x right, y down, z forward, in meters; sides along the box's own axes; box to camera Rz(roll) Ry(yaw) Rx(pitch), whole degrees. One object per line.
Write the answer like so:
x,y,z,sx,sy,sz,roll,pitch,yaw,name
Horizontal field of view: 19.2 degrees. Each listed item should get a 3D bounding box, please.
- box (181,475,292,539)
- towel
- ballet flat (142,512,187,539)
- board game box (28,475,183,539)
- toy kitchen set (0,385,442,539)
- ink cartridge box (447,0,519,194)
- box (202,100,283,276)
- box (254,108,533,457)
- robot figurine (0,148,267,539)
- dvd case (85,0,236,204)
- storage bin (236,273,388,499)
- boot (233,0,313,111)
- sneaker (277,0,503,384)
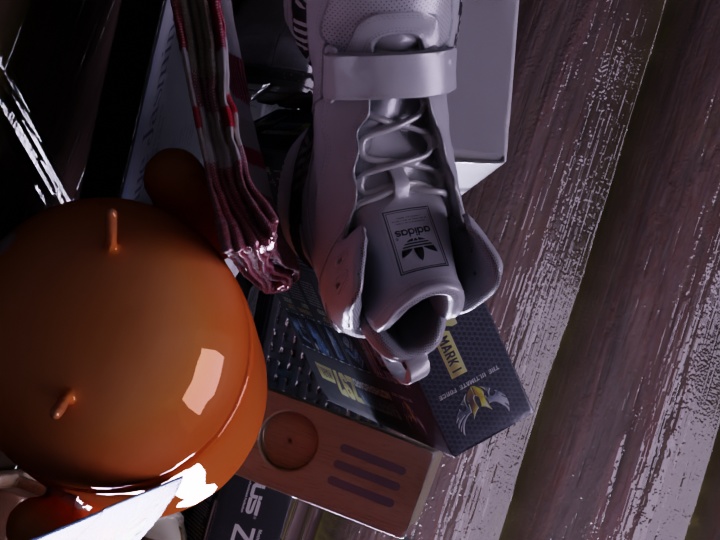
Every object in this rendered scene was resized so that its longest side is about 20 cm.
-0.098,0.159,1.240,0.200,0.049,0.162,-164,-88,-72,box
-0.056,-0.095,0.837,0.144,0.023,0.201,70,8,-84,towel
-0.133,0.163,1.150,0.073,0.073,0.201,96,12,-65,ballet flat
-0.131,0.150,0.769,0.158,0.039,0.200,-45,169,19,board game box
-0.083,0.146,0.998,0.163,0.180,0.201,39,72,-83,toy kitchen set
0.028,-0.117,1.161,0.200,0.086,0.147,150,-54,-80,ink cartridge box
-0.062,-0.094,1.241,0.144,0.036,0.201,-62,169,-65,box
0.000,0.000,1.051,0.158,0.051,0.200,66,-14,-11,box
-0.097,0.036,0.855,0.144,0.117,0.200,-32,168,-6,robot figurine
-0.089,-0.095,1.033,0.200,0.017,0.143,-59,166,-68,dvd case
-0.032,0.040,1.393,0.135,0.093,0.201,135,-32,-65,storage bin
-0.035,-0.149,1.036,0.200,0.070,0.132,-109,-148,-80,boot
0.016,-0.052,0.844,0.115,0.075,0.200,-116,-155,-44,sneaker
